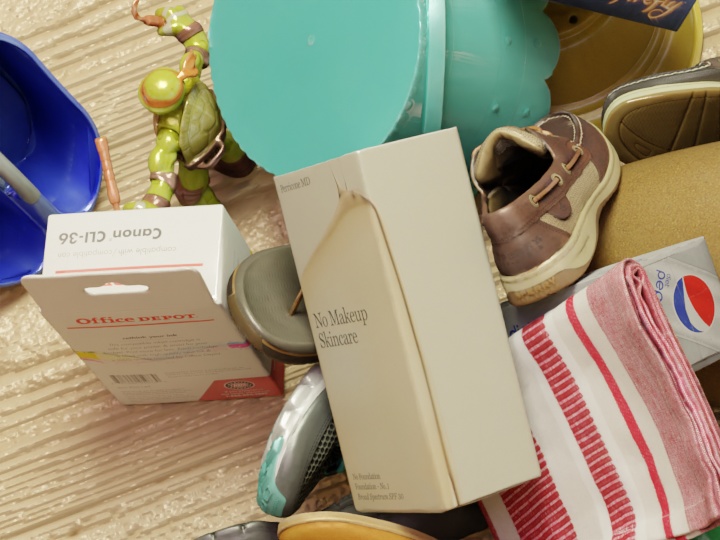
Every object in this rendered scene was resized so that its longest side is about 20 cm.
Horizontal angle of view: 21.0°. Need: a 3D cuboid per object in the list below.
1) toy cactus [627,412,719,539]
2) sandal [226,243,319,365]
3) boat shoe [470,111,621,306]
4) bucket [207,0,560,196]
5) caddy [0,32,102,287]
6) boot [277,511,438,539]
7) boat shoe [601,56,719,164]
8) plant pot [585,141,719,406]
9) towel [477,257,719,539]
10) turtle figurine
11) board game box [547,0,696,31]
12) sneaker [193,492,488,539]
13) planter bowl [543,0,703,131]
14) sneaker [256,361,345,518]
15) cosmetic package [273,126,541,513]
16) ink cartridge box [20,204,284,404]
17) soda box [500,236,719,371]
[{"bbox_3d":[0.153,0.131,1.114,0.102,0.166,0.200,-27,54,-21],"label":"toy cactus"},{"bbox_3d":[0.000,0.000,1.181,0.199,0.055,0.082,-14,55,-40],"label":"sandal"},{"bbox_3d":[0.102,-0.056,1.136,0.072,0.072,0.200,-26,20,26],"label":"boat shoe"},{"bbox_3d":[0.011,-0.142,1.234,0.206,0.134,0.209,2,93,39],"label":"bucket"},{"bbox_3d":[-0.255,-0.078,1.288,0.105,0.200,0.142,29,77,40],"label":"caddy"},{"bbox_3d":[0.029,0.232,1.098,0.200,0.071,0.145,28,56,-24],"label":"boot"},{"bbox_3d":[0.241,-0.106,1.242,0.198,0.074,0.065,-2,42,-16],"label":"boat shoe"},{"bbox_3d":[0.213,0.001,1.166,0.199,0.186,0.188,5,66,33],"label":"plant pot"},{"bbox_3d":[0.119,0.097,1.073,0.023,0.200,0.145,-15,76,-37],"label":"towel"},{"bbox_3d":[-0.111,-0.099,1.277,0.064,0.161,0.202,1,66,13],"label":"turtle figurine"},{"bbox_3d":[0.115,-0.233,1.223,0.134,0.035,0.201,8,38,-31],"label":"board game box"},{"bbox_3d":[-0.011,0.184,1.187,0.198,0.076,0.092,-18,76,8],"label":"sneaker"},{"bbox_3d":[0.128,-0.175,1.301,0.198,0.084,0.202,-5,65,10],"label":"planter bowl"},{"bbox_3d":[0.011,0.086,1.189,0.091,0.078,0.200,31,49,11],"label":"sneaker"},{"bbox_3d":[0.026,0.030,1.097,0.073,0.103,0.202,-16,91,-31],"label":"cosmetic package"},{"bbox_3d":[-0.124,0.016,1.207,0.115,0.200,0.068,-4,65,11],"label":"ink cartridge box"},{"bbox_3d":[0.123,0.040,1.121,0.063,0.199,0.069,-19,88,-35],"label":"soda box"}]
